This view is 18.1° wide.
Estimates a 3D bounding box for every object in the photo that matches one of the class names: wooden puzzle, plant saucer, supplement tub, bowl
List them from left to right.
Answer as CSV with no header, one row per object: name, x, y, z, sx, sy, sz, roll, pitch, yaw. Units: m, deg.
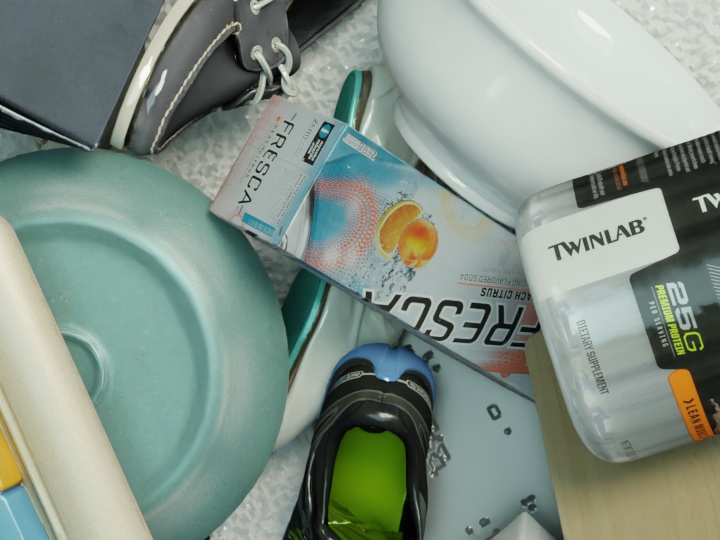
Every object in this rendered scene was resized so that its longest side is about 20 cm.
wooden puzzle,-0.206,0.092,1.009,0.199,0.037,0.186,-24,91,26
plant saucer,-0.133,0.045,1.032,0.198,0.036,0.202,0,95,4
bowl,0.078,-0.082,1.065,0.201,0.201,0.091,41,110,5
supplement tub,0.174,-0.003,0.953,0.199,0.122,0.123,-19,85,9

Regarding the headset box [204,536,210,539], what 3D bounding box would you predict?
headset box,-0.186,0.088,1.110,0.173,0.093,0.201,-23,85,2

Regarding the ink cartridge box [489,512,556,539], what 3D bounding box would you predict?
ink cartridge box,0.088,0.246,1.010,0.200,0.146,0.145,42,114,-11

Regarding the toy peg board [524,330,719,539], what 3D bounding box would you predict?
toy peg board,0.194,0.106,1.008,0.198,0.098,0.201,-17,50,10

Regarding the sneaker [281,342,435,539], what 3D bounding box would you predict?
sneaker,-0.006,0.135,1.084,0.070,0.083,0.201,10,113,3

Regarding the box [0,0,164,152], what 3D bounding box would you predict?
box,-0.170,-0.177,1.055,0.123,0.196,0.201,27,84,-31

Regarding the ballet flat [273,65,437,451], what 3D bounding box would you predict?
ballet flat,0.000,0.000,1.121,0.069,0.069,0.202,16,87,5

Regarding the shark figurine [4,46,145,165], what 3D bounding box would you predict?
shark figurine,-0.107,-0.124,1.139,0.089,0.128,0.216,27,70,-19

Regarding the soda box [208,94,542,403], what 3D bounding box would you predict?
soda box,0.029,-0.004,1.056,0.199,0.068,0.064,30,87,-36

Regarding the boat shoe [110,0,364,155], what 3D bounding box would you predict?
boat shoe,-0.048,-0.115,1.082,0.062,0.073,0.200,33,49,5
